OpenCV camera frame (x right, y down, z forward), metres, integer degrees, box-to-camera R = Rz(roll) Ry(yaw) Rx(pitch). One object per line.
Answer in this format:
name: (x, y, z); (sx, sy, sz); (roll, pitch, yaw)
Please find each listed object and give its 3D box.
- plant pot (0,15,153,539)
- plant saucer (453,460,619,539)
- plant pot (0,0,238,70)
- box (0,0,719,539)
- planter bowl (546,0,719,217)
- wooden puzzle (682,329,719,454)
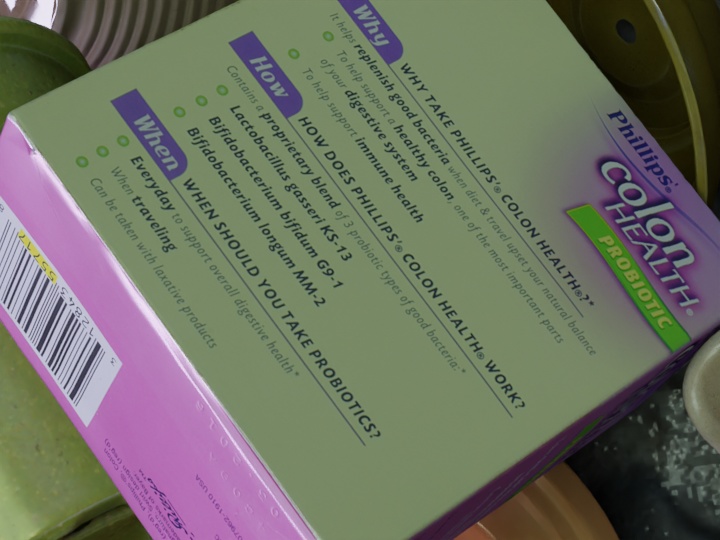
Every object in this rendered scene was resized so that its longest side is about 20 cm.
plant pot: (-0.143, 0.042, 0.780); (0.200, 0.200, 0.185); (-40, 67, 15)
plant saucer: (0.010, 0.132, 0.807); (0.199, 0.037, 0.201); (12, 119, 23)
plant pot: (-0.126, -0.143, 0.860); (0.200, 0.093, 0.202); (19, 124, 31)
box: (0.000, 0.000, 0.705); (0.176, 0.199, 0.097); (52, 147, 11)
planter bowl: (0.078, -0.079, 0.800); (0.200, 0.083, 0.201); (34, 138, 36)
wooden puzzle: (0.230, 0.025, 0.724); (0.200, 0.185, 0.046); (-42, 28, 11)
